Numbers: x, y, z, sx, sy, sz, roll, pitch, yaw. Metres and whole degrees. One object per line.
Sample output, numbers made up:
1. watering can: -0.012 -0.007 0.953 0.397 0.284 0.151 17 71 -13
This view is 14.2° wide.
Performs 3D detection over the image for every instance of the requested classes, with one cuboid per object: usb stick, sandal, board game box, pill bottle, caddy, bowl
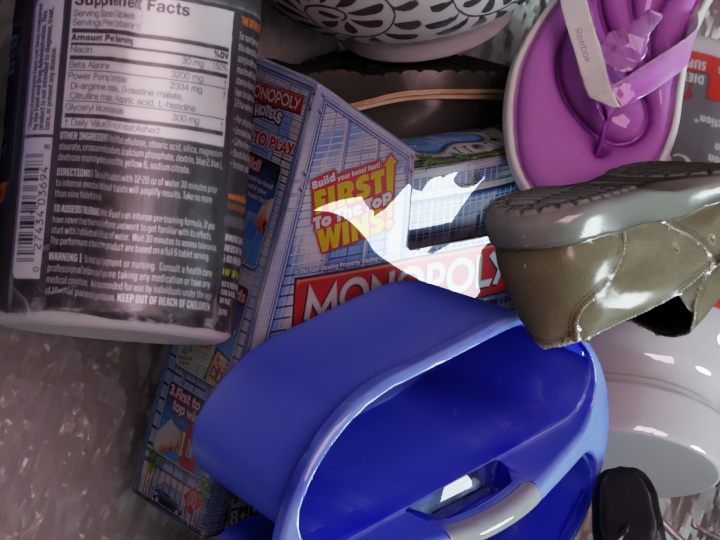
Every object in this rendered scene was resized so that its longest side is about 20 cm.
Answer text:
1. usb stick: 0.127 0.158 1.327 0.032 0.200 0.056 -9 55 3
2. sandal: 0.121 -0.115 1.315 0.082 0.050 0.203 22 68 3
3. board game box: 0.000 0.000 1.291 0.200 0.062 0.201 -10 114 -36
4. pill bottle: 0.136 -0.002 1.361 0.116 0.116 0.201 19 66 -22
5. pill bottle: -0.097 -0.072 1.220 0.106 0.106 0.201 7 84 -25
6. caddy: 0.023 0.089 1.220 0.200 0.105 0.142 -26 125 -38
7. bowl: 0.022 -0.158 1.341 0.200 0.201 0.094 -28 127 -26

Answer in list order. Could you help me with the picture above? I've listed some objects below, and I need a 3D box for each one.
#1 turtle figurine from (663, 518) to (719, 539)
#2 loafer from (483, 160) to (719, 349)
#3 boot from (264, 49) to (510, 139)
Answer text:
1. turtle figurine: 0.221 0.107 1.426 0.200 0.101 0.150 34 75 -26
2. loafer: 0.125 -0.008 1.241 0.200 0.075 0.070 -11 100 -45
3. boot: 0.000 -0.032 1.364 0.200 0.077 0.139 -6 104 -34
